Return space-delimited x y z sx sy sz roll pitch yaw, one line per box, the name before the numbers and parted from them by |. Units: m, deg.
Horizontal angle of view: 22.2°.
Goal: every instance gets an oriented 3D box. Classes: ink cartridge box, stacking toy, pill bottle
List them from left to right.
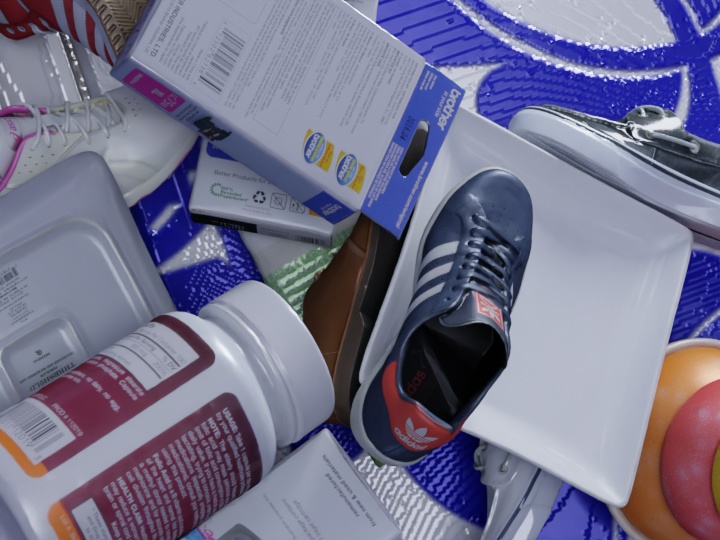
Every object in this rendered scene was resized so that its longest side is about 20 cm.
pill bottle | -0.120 0.095 1.049 0.199 0.114 0.115 -32 93 -24
ink cartridge box | -0.069 0.204 1.124 0.199 0.148 0.086 -37 70 -9
ink cartridge box | -0.046 -0.121 1.189 0.094 0.037 0.202 10 78 2
ink cartridge box | -0.040 -0.114 1.108 0.199 0.042 0.120 32 63 -16
stacking toy | 0.251 0.129 1.151 0.144 0.200 0.148 -3 98 -21

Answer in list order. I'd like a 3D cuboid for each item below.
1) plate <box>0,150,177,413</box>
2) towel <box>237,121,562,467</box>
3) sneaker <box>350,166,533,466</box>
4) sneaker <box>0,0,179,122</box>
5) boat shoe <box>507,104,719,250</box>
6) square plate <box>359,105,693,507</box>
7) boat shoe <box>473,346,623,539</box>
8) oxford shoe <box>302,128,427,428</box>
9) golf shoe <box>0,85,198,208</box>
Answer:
plate | -0.191 0.058 1.095 0.199 0.032 0.202 -31 102 -24
towel | 0.021 0.007 1.197 0.148 0.031 0.201 -29 81 -6
sneaker | 0.066 0.021 1.075 0.075 0.084 0.202 30 66 -16
sneaker | -0.163 -0.156 1.148 0.200 0.112 0.071 45 66 -5
boat shoe | 0.191 -0.075 1.232 0.198 0.072 0.072 23 73 -16
square plate | 0.106 0.023 1.159 0.199 0.028 0.200 26 68 -18
boat shoe | 0.106 0.123 1.210 0.066 0.074 0.201 27 73 8
oxford shoe | 0.000 0.000 1.153 0.071 0.071 0.202 41 61 -46
golf shoe | -0.187 -0.073 1.145 0.199 0.092 0.075 -33 56 -10
